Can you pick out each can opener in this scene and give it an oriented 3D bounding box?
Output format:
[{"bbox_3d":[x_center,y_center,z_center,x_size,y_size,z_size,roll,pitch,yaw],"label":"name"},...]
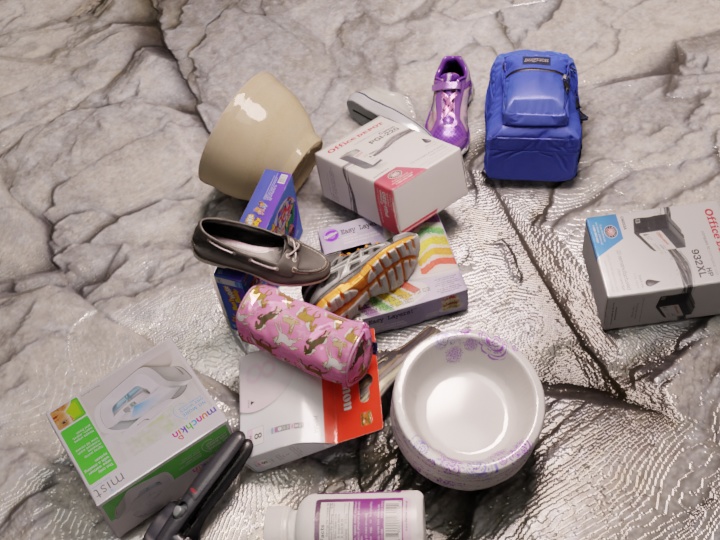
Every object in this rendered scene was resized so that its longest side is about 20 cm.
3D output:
[{"bbox_3d":[-0.209,0.293,1.402,0.078,0.063,0.201,33,82,25],"label":"can opener"}]

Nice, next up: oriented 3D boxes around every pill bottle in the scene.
[{"bbox_3d":[-0.018,0.332,1.343,0.196,0.113,0.114,-3,53,6],"label":"pill bottle"}]

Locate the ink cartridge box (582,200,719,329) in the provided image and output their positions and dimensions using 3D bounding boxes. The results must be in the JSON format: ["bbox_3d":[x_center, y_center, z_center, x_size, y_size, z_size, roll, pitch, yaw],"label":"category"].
[{"bbox_3d":[0.431,-0.009,1.554,0.196,0.084,0.147,-8,53,1],"label":"ink cartridge box"}]

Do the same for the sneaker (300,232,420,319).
[{"bbox_3d":[0.000,0.000,1.547,0.198,0.079,0.077,-33,48,-17],"label":"sneaker"}]

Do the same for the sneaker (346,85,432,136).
[{"bbox_3d":[0.061,-0.255,1.778,0.071,0.074,0.199,-39,52,-17],"label":"sneaker"}]

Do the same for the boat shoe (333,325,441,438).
[{"bbox_3d":[0.033,0.140,1.501,0.073,0.075,0.200,36,64,28],"label":"boat shoe"}]

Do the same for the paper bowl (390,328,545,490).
[{"bbox_3d":[0.137,0.187,1.422,0.197,0.105,0.204,1,61,-1],"label":"paper bowl"}]

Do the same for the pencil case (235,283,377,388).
[{"bbox_3d":[-0.076,0.084,1.462,0.198,0.084,0.087,20,49,26],"label":"pencil case"}]

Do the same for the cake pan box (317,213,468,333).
[{"bbox_3d":[0.042,-0.003,1.619,0.196,0.053,0.186,-14,51,-3],"label":"cake pan box"}]

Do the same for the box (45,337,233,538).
[{"bbox_3d":[-0.290,0.223,1.463,0.198,0.097,0.177,-31,52,-15],"label":"box"}]

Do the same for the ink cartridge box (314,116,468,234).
[{"bbox_3d":[0.045,-0.149,1.662,0.145,0.086,0.199,-32,36,-25],"label":"ink cartridge box"}]

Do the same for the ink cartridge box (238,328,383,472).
[{"bbox_3d":[-0.073,0.165,1.469,0.198,0.057,0.165,-24,49,23],"label":"ink cartridge box"}]

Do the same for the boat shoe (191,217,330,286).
[{"bbox_3d":[-0.134,-0.027,1.488,0.196,0.057,0.068,11,49,-5],"label":"boat shoe"}]

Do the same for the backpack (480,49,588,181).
[{"bbox_3d":[0.278,-0.262,1.710,0.159,0.169,0.202,6,50,3],"label":"backpack"}]

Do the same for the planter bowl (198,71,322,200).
[{"bbox_3d":[-0.143,-0.189,1.700,0.134,0.201,0.201,33,62,7],"label":"planter bowl"}]

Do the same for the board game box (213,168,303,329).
[{"bbox_3d":[-0.147,-0.028,1.606,0.044,0.135,0.202,12,56,15],"label":"board game box"}]

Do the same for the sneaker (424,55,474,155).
[{"bbox_3d":[0.145,-0.274,1.781,0.079,0.089,0.203,4,56,8],"label":"sneaker"}]
